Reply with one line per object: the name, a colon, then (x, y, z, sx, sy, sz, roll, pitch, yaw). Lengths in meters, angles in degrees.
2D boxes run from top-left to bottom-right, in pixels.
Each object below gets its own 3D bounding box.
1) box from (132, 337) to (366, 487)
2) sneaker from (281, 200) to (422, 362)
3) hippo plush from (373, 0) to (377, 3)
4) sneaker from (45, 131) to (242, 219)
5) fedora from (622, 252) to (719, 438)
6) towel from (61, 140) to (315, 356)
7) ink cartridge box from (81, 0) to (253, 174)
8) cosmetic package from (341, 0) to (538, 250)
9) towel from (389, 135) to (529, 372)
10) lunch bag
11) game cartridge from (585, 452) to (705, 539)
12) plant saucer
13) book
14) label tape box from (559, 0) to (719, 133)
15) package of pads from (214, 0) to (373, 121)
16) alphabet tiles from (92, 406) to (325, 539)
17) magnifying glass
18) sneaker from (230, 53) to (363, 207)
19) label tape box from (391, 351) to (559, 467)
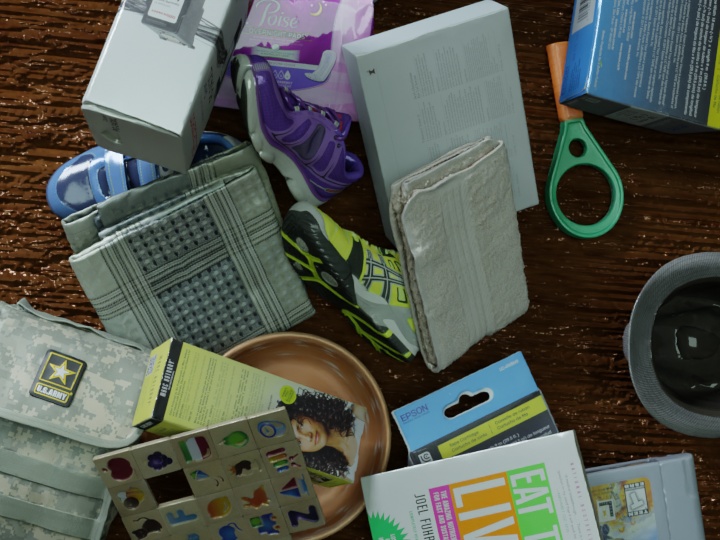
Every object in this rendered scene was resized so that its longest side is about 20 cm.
box: (-0.094, 0.129, 0.933, 0.199, 0.050, 0.076, 21, 63, -24)
sneaker: (0.000, 0.000, 1.001, 0.077, 0.075, 0.200, -53, 125, -19)
hippo plush: (0.020, -0.343, 0.991, 0.199, 0.161, 0.160, 19, 85, -6)
sneaker: (-0.197, -0.092, 0.990, 0.199, 0.082, 0.074, -13, 91, -7)
fedora: (0.333, 0.072, 1.047, 0.199, 0.090, 0.178, -5, 89, -14)
towel: (-0.152, 0.002, 0.973, 0.192, 0.035, 0.201, -24, 119, -8)
ink cartridge box: (-0.148, -0.193, 0.870, 0.083, 0.145, 0.201, 19, 81, -5)
cosmetic package: (0.078, -0.135, 1.001, 0.150, 0.052, 0.201, -20, 117, -12)
towel: (0.098, -0.016, 0.993, 0.132, 0.034, 0.201, -30, 122, -25)
lunch bag: (-0.276, 0.140, 0.940, 0.163, 0.118, 0.201, 19, 96, -6)
game cartridge: (0.229, 0.252, 0.992, 0.199, 0.042, 0.134, -8, 83, -11)
plant saucer: (-0.071, 0.159, 1.016, 0.199, 0.037, 0.202, 0, 88, -9)
book: (0.111, 0.229, 0.949, 0.199, 0.048, 0.134, -16, 78, 13)
label tape box: (0.310, -0.217, 1.067, 0.199, 0.063, 0.145, 12, 83, -15)
package of pads: (-0.090, -0.213, 1.004, 0.199, 0.076, 0.121, 5, 106, -6)
alphabet tiles: (-0.118, 0.216, 0.921, 0.166, 0.008, 0.201, -15, 120, 1)
magnifying glass: (0.218, -0.132, 1.080, 0.079, 0.022, 0.201, -9, 90, -8)
sneaker: (-0.055, -0.135, 0.963, 0.083, 0.200, 0.081, -25, 58, 10)
label tape box: (0.128, 0.198, 1.028, 0.143, 0.066, 0.201, -24, 88, -10)
